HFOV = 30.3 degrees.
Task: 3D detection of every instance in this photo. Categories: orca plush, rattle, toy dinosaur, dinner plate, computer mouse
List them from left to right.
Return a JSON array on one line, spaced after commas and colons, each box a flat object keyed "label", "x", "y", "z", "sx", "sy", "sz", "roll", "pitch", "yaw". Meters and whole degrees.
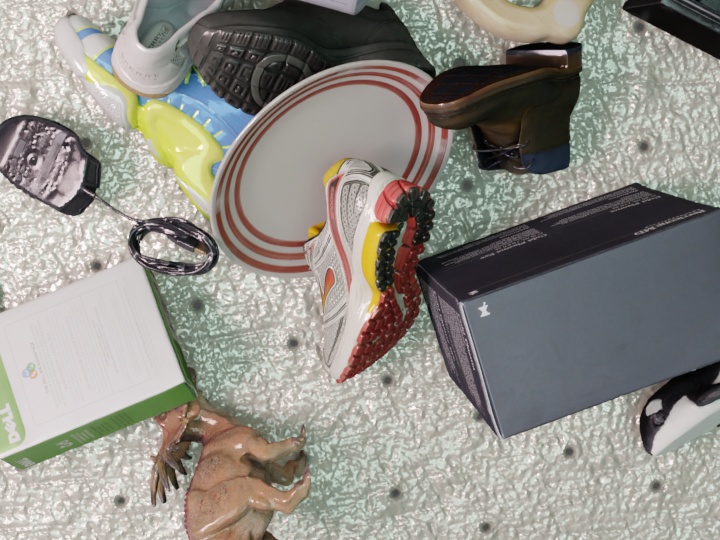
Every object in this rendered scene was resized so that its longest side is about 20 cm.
[{"label": "computer mouse", "x": -0.187, "y": -0.054, "z": 0.979, "sx": 0.199, "sy": 0.034, "sz": 0.059, "roll": 32, "pitch": 98, "yaw": 9}, {"label": "toy dinosaur", "x": -0.104, "y": 0.166, "z": 0.991, "sx": 0.133, "sy": 0.201, "sz": 0.087, "roll": -5, "pitch": 129, "yaw": -5}, {"label": "dinner plate", "x": -0.022, "y": -0.075, "z": 0.975, "sx": 0.198, "sy": 0.024, "sz": 0.202, "roll": -19, "pitch": 140, "yaw": -17}, {"label": "rattle", "x": 0.098, "y": -0.249, "z": 0.957, "sx": 0.198, "sy": 0.143, "sz": 0.131, "roll": 27, "pitch": 94, "yaw": -11}, {"label": "orca plush", "x": 0.296, "y": 0.065, "z": 1.058, "sx": 0.200, "sy": 0.105, "sz": 0.072, "roll": -44, "pitch": 63, "yaw": 30}]

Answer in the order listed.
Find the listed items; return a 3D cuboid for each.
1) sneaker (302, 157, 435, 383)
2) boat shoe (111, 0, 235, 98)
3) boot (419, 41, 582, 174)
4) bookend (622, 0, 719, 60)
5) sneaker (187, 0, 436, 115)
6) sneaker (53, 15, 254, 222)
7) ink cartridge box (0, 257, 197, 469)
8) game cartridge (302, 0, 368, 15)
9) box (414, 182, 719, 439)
[{"label": "sneaker", "x": 0.000, "y": 0.000, "z": 0.994, "sx": 0.077, "sy": 0.082, "sz": 0.202, "roll": -30, "pitch": 145, "yaw": -39}, {"label": "boat shoe", "x": -0.112, "y": -0.217, "z": 0.938, "sx": 0.070, "sy": 0.069, "sz": 0.202, "roll": 23, "pitch": 67, "yaw": -8}, {"label": "boot", "x": 0.111, "y": -0.105, "z": 0.971, "sx": 0.074, "sy": 0.199, "sz": 0.098, "roll": 7, "pitch": 111, "yaw": 35}, {"label": "bookend", "x": 0.339, "y": -0.248, "z": 1.012, "sx": 0.197, "sy": 0.092, "sz": 0.202, "roll": 25, "pitch": 94, "yaw": -10}, {"label": "sneaker", "x": -0.041, "y": -0.163, "z": 0.960, "sx": 0.198, "sy": 0.076, "sz": 0.092, "roll": 2, "pitch": 55, "yaw": -39}, {"label": "sneaker", "x": -0.130, "y": -0.131, "z": 0.983, "sx": 0.105, "sy": 0.076, "sz": 0.200, "roll": -43, "pitch": 108, "yaw": -3}, {"label": "ink cartridge box", "x": -0.232, "y": 0.079, "z": 0.986, "sx": 0.198, "sy": 0.059, "sz": 0.105, "roll": -22, "pitch": 74, "yaw": -4}, {"label": "game cartridge", "x": -0.031, "y": -0.264, "z": 0.928, "sx": 0.131, "sy": 0.041, "sz": 0.202, "roll": 12, "pitch": 54, "yaw": 0}, {"label": "box", "x": 0.158, "y": 0.023, "z": 0.983, "sx": 0.197, "sy": 0.182, "sz": 0.105, "roll": -19, "pitch": 100, "yaw": -3}]
